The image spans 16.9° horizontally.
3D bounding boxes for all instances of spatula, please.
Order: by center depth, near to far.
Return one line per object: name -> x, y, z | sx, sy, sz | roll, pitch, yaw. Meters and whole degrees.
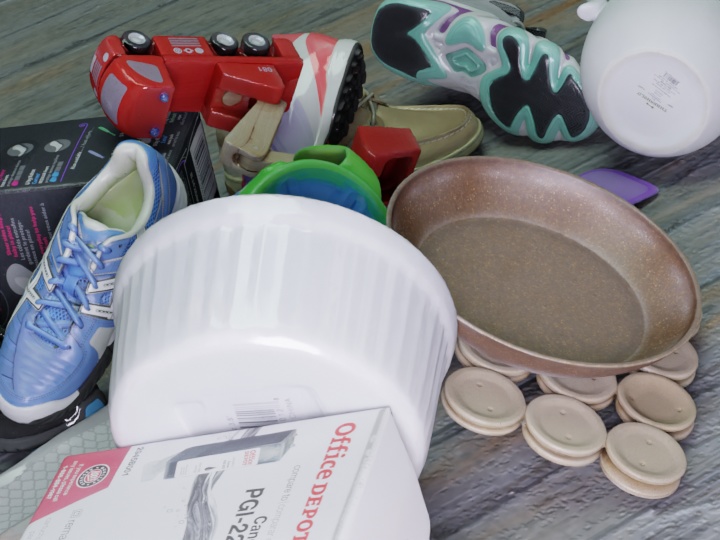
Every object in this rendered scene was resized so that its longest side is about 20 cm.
spatula -> 0.124, -0.050, 1.650 | 0.056, 0.021, 0.199 | 27, 23, 39

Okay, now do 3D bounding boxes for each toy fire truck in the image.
toy fire truck -> -0.073, -0.102, 1.644 | 0.198, 0.049, 0.141 | -1, 41, -27

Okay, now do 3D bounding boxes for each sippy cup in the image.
sippy cup -> -0.062, 0.007, 1.523 | 0.177, 0.141, 0.130 | -22, 6, -39

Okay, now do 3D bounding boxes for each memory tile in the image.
memory tile -> 0.131, 0.051, 1.457 | 0.152, 0.017, 0.201 | 18, 36, 0

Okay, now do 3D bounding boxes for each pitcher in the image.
pitcher -> 0.205, -0.177, 1.762 | 0.171, 0.122, 0.200 | 31, 32, -3

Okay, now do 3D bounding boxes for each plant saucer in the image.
plant saucer -> 0.107, 0.004, 1.460 | 0.199, 0.037, 0.201 | 13, 35, -9

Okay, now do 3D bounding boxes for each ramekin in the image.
ramekin -> -0.047, 0.061, 1.357 | 0.199, 0.201, 0.098 | -5, 47, 13

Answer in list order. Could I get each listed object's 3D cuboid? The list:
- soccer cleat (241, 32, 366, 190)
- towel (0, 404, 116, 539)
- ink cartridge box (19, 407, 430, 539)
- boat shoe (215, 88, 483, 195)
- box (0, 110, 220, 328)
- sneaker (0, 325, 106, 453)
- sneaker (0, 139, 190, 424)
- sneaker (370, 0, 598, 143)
soccer cleat -> -0.057, -0.084, 1.731 | 0.073, 0.068, 0.201 | 13, 63, 13
towel -> -0.146, 0.146, 1.457 | 0.199, 0.032, 0.190 | -32, 35, -29
ink cartridge box -> -0.076, 0.154, 1.273 | 0.198, 0.085, 0.146 | -8, 27, 17
boat shoe -> -0.009, -0.101, 1.801 | 0.198, 0.065, 0.072 | -8, 29, 7
box -> -0.203, -0.030, 1.693 | 0.198, 0.123, 0.106 | -5, 30, 11
sneaker -> -0.254, 0.062, 1.594 | 0.199, 0.083, 0.073 | 12, 34, 34
sneaker -> -0.180, 0.003, 1.540 | 0.075, 0.077, 0.201 | 20, 69, 15
sneaker -> 0.120, -0.165, 1.858 | 0.199, 0.078, 0.140 | 30, 24, 22
